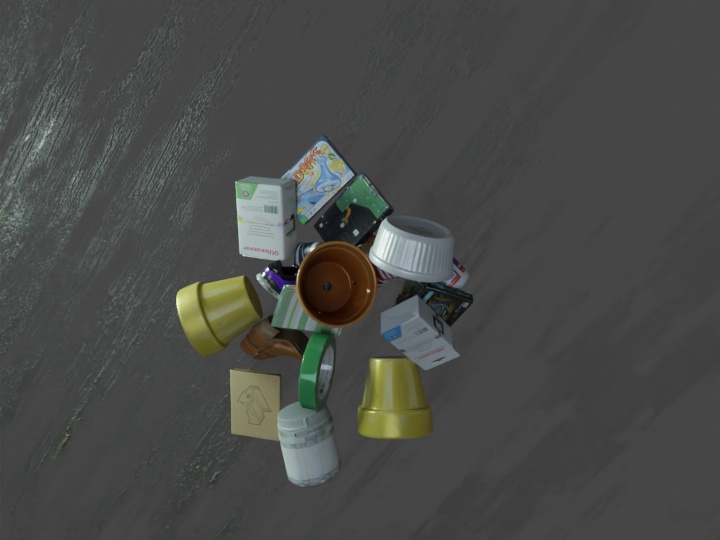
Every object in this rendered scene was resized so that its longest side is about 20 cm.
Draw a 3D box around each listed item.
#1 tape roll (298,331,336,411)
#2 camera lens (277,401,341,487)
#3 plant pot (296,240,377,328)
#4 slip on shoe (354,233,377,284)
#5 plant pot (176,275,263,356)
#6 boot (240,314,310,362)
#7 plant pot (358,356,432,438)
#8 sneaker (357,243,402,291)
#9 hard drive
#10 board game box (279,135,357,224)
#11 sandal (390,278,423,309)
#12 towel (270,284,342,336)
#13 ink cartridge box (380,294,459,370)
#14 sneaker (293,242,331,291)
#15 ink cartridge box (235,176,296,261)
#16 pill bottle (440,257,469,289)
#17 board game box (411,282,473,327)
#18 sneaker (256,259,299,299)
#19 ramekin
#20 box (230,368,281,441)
[{"bbox_3d":[-0.113,0.271,1.474,0.047,0.200,0.206,8,101,11],"label":"tape roll"},{"bbox_3d":[-0.144,0.485,1.539,0.156,0.160,0.205,-10,97,15],"label":"camera lens"},{"bbox_3d":[-0.070,0.036,1.356,0.195,0.140,0.206,1,87,-14],"label":"plant pot"},{"bbox_3d":[0.000,0.000,1.465,0.073,0.061,0.203,21,104,-20],"label":"slip on shoe"},{"bbox_3d":[-0.381,0.110,1.526,0.185,0.201,0.205,-24,94,0],"label":"plant pot"},{"bbox_3d":[-0.237,0.227,1.563,0.199,0.078,0.155,37,124,-22],"label":"boot"},{"bbox_3d":[0.090,0.327,1.442,0.196,0.201,0.194,-2,83,14],"label":"plant pot"},{"bbox_3d":[0.076,0.011,1.369,0.197,0.071,0.115,20,128,32],"label":"sneaker"},{"bbox_3d":[-0.019,-0.138,1.444,0.200,0.038,0.140,-47,63,17],"label":"hard drive"},{"bbox_3d":[-0.123,-0.242,1.477,0.199,0.034,0.136,-42,88,17],"label":"board game box"},{"bbox_3d":[0.121,0.090,1.418,0.079,0.057,0.203,36,136,14],"label":"sandal"},{"bbox_3d":[-0.128,0.109,1.468,0.195,0.024,0.155,9,127,-19],"label":"towel"},{"bbox_3d":[0.150,0.159,1.358,0.114,0.068,0.200,-27,131,26],"label":"ink cartridge box"},{"bbox_3d":[-0.114,0.008,1.501,0.107,0.070,0.203,8,129,42],"label":"sneaker"},{"bbox_3d":[-0.251,-0.141,1.476,0.141,0.084,0.205,8,111,20],"label":"ink cartridge box"},{"bbox_3d":[0.176,-0.019,1.402,0.200,0.112,0.113,45,106,3],"label":"pill bottle"},{"bbox_3d":[0.175,0.109,1.376,0.132,0.029,0.201,18,135,-17],"label":"board game box"},{"bbox_3d":[-0.180,0.043,1.481,0.100,0.070,0.200,-45,129,3],"label":"sneaker"},{"bbox_3d":[0.123,-0.057,1.241,0.198,0.202,0.096,16,111,10],"label":"ramekin"},{"bbox_3d":[-0.313,0.400,1.637,0.159,0.021,0.206,4,101,13],"label":"box"}]
